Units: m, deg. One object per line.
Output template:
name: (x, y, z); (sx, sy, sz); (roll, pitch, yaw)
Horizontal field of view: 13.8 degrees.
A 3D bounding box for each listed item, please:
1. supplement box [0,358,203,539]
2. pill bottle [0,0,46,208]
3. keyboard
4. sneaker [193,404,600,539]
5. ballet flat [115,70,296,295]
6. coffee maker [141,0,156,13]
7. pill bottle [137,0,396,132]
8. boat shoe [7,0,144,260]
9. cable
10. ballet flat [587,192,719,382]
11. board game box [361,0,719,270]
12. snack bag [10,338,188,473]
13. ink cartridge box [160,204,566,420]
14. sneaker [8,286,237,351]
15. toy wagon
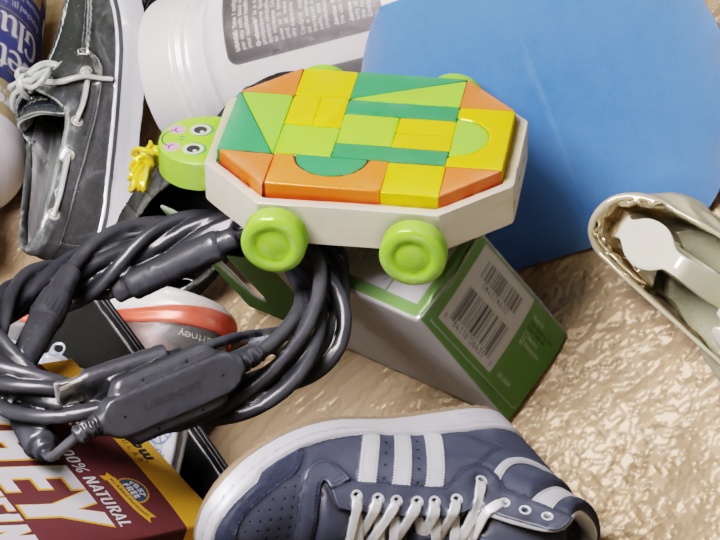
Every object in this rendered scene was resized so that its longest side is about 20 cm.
supplement box: (-0.211, 0.168, 1.447); (0.133, 0.200, 0.197); (44, 123, 32)
pill bottle: (-0.251, -0.099, 1.789); (0.111, 0.111, 0.200); (-15, 52, 24)
keyboard: (-0.118, 0.111, 1.582); (0.104, 0.040, 0.200); (-43, 64, 16)
sneaker: (0.025, 0.123, 1.419); (0.108, 0.200, 0.070); (42, 128, 38)
ballet flat: (-0.087, -0.035, 1.629); (0.200, 0.066, 0.057); (-48, 10, 33)
coffee maker: (-0.054, -0.261, 1.763); (0.192, 0.135, 0.200); (-17, 50, 24)
pill bottle: (-0.015, -0.129, 1.654); (0.200, 0.116, 0.116); (-12, 53, 25)
boat shoe: (-0.171, -0.094, 1.738); (0.074, 0.068, 0.199); (-27, 55, 55)
cable: (-0.098, 0.026, 1.469); (0.200, 0.051, 0.163); (-26, 33, -22)
ballet flat: (0.181, 0.018, 1.457); (0.069, 0.069, 0.200); (-46, 46, -3)
board game box: (0.102, -0.090, 1.559); (0.200, 0.158, 0.039); (-18, 13, 22)
snack bag: (-0.177, 0.132, 1.578); (0.200, 0.021, 0.189); (21, 103, 41)
ink cartridge box: (0.000, 0.000, 1.561); (0.200, 0.104, 0.059); (23, 72, 41)
sneaker: (-0.165, 0.062, 1.647); (0.200, 0.077, 0.082); (-10, 61, 29)
toy wagon: (-0.019, -0.055, 1.490); (0.200, 0.040, 0.155); (5, 34, 8)
